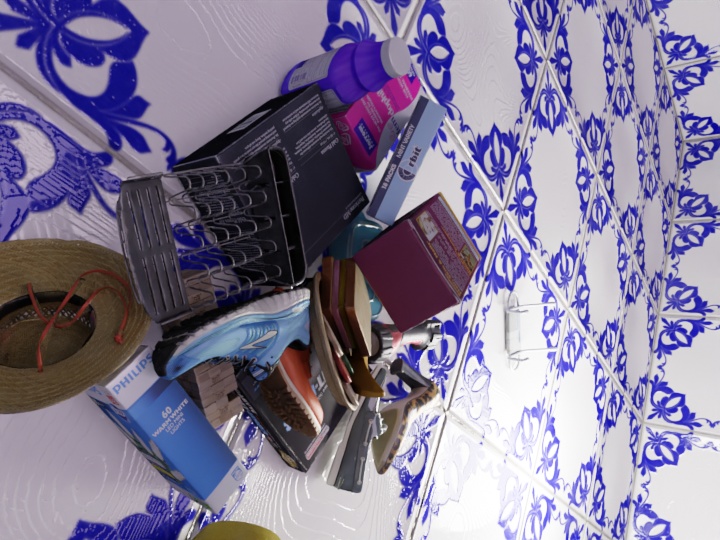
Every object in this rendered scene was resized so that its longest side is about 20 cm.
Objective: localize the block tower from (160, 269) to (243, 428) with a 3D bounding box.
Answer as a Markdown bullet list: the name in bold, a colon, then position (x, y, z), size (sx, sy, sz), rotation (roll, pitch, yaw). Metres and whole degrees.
- **block tower**: position (-0.197, 0.095, 0.657), size (0.057, 0.053, 0.204), rotation (-26, 110, -46)

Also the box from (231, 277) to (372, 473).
- **box**: position (-0.083, 0.150, 0.793), size (0.201, 0.049, 0.200), rotation (-50, 124, -35)

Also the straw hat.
- **straw hat**: position (-0.300, 0.066, 0.511), size (0.200, 0.200, 0.086), rotation (-38, 161, -41)

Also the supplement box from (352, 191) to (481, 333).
- **supplement box**: position (0.091, -0.019, 0.794), size (0.132, 0.102, 0.200), rotation (57, 27, -4)

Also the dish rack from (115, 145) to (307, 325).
- **dish rack**: position (-0.145, -0.038, 0.554), size (0.199, 0.054, 0.157), rotation (-25, 109, -52)

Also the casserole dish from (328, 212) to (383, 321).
- **casserole dish**: position (0.000, 0.000, 0.892), size (0.120, 0.038, 0.205), rotation (5, 86, -49)

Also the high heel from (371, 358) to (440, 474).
- **high heel**: position (0.090, 0.276, 0.957), size (0.142, 0.071, 0.203), rotation (41, 52, -33)

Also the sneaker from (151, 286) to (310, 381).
- **sneaker**: position (-0.122, 0.080, 0.580), size (0.198, 0.078, 0.092), rotation (-17, 95, -45)

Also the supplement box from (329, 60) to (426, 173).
- **supplement box**: position (0.009, -0.256, 0.854), size (0.102, 0.102, 0.202), rotation (53, 55, -35)

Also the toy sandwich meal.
- **toy sandwich meal**: position (-0.015, 0.083, 0.724), size (0.205, 0.069, 0.209), rotation (-16, 91, -86)

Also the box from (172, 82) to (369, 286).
- **box**: position (-0.108, -0.112, 0.719), size (0.200, 0.103, 0.184), rotation (-48, 123, -36)

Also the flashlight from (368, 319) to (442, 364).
- **flashlight**: position (0.072, 0.125, 0.960), size (0.198, 0.067, 0.070), rotation (6, 77, -53)

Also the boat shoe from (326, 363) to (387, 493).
- **boat shoe**: position (0.009, 0.252, 0.864), size (0.073, 0.061, 0.203), rotation (102, 10, -75)

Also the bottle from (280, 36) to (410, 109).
- **bottle**: position (-0.022, -0.268, 0.744), size (0.065, 0.197, 0.084), rotation (49, 55, -36)

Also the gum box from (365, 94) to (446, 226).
- **gum box**: position (0.062, -0.154, 0.813), size (0.200, 0.044, 0.172), rotation (-73, -171, -85)

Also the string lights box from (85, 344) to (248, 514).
- **string lights box**: position (-0.218, 0.169, 0.597), size (0.059, 0.102, 0.202), rotation (-48, 124, -35)

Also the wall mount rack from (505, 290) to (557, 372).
- **wall mount rack**: position (0.420, 0.149, 1.343), size (0.172, 0.074, 0.205), rotation (-7, 96, -48)

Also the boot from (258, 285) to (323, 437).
- **boot**: position (-0.086, 0.117, 0.703), size (0.107, 0.074, 0.203), rotation (-42, 115, -43)

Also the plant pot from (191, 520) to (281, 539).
- **plant pot**: position (-0.155, 0.385, 0.631), size (0.201, 0.197, 0.144), rotation (51, 30, -35)
